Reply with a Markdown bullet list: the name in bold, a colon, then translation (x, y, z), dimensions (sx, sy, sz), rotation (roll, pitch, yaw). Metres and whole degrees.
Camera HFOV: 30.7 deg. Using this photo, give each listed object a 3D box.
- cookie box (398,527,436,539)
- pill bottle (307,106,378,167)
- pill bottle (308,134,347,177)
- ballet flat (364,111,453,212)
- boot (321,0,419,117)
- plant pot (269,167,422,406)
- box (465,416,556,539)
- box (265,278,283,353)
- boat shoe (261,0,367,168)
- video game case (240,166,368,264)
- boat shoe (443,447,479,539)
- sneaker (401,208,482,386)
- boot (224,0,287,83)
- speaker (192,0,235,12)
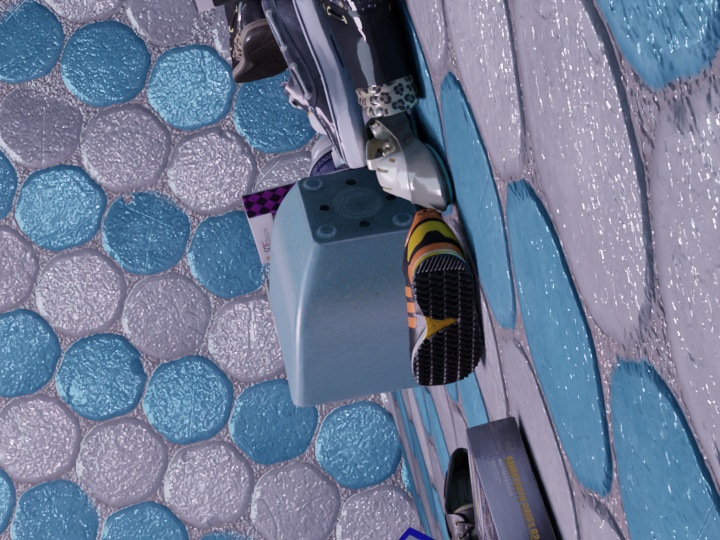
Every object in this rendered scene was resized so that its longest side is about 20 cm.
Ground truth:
- **cookie box**: translation (0.111, 0.389, 1.373), dimensions (0.171, 0.075, 0.200), rotation (20, 137, 35)
- **pill bottle**: translation (-0.017, -0.219, 1.455), dimensions (0.104, 0.104, 0.200), rotation (179, 77, -87)
- **pill bottle**: translation (-0.013, -0.111, 1.825), dimensions (0.200, 0.111, 0.111), rotation (-108, 5, -51)
- **ballet flat**: translation (0.041, -0.103, 1.297), dimensions (0.200, 0.064, 0.068), rotation (-110, 7, -63)
- **boot**: translation (0.004, -0.237, 1.312), dimensions (0.204, 0.073, 0.154), rotation (-110, 3, -76)
- **plant pot**: translation (0.000, 0.000, 1.444), dimensions (0.196, 0.196, 0.200), rotation (-107, 10, -46)
- **box**: translation (0.143, 0.252, 1.190), dimensions (0.200, 0.048, 0.159), rotation (79, 177, -52)
- **box**: translation (-0.012, 0.036, 1.628), dimensions (0.082, 0.200, 0.068), rotation (80, 175, -47)
- **boat shoe**: translation (-0.049, -0.196, 1.365), dimensions (0.072, 0.068, 0.200), rotation (-65, -44, -71)
- **video game case**: translation (-0.034, -0.071, 1.567), dimensions (0.181, 0.200, 0.036), rotation (88, 167, -74)
- **boat shoe**: translation (0.124, 0.281, 1.451), dimensions (0.200, 0.073, 0.065), rotation (-107, -1, -52)
- **sneaker**: translation (0.077, 0.027, 1.272), dimensions (0.200, 0.070, 0.090), rotation (84, 177, -48)
- **boot**: translation (-0.139, -0.321, 1.607), dimensions (0.200, 0.073, 0.151), rotation (118, 136, -81)
- **speaker**: translation (-0.096, -0.350, 1.432), dimensions (0.081, 0.200, 0.081), rotation (161, 90, -84)
